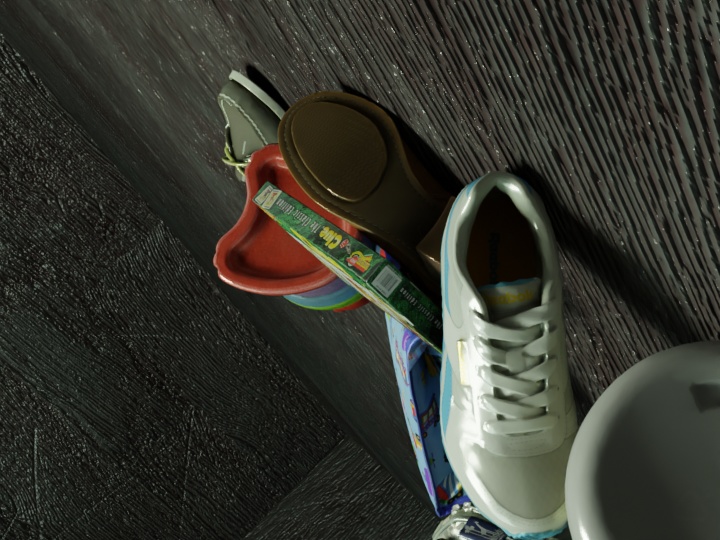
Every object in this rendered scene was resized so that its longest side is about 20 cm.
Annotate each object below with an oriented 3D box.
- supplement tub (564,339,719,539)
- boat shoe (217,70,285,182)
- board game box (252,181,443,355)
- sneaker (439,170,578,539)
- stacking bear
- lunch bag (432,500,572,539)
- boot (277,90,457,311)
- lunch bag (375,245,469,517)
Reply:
[{"bbox_3d":[0.180,0.132,0.625,0.145,0.145,0.200,42,170,25],"label":"supplement tub"},{"bbox_3d":[-0.082,-0.097,1.084,0.072,0.060,0.202,41,170,28],"label":"boat shoe"},{"bbox_3d":[0.000,0.000,0.852,0.105,0.023,0.200,45,175,-30],"label":"board game box"},{"bbox_3d":[0.078,0.045,0.679,0.081,0.076,0.200,86,175,-74],"label":"sneaker"},{"bbox_3d":[-0.031,-0.016,1.077,0.114,0.122,0.200,18,173,16],"label":"stacking bear"},{"bbox_3d":[0.158,0.203,0.855,0.168,0.200,0.139,41,126,23],"label":"lunch bag"},{"bbox_3d":[0.037,-0.030,0.846,0.200,0.077,0.155,33,170,27],"label":"boot"},{"bbox_3d":[0.057,0.066,0.987,0.151,0.094,0.200,-102,-13,-54],"label":"lunch bag"}]
